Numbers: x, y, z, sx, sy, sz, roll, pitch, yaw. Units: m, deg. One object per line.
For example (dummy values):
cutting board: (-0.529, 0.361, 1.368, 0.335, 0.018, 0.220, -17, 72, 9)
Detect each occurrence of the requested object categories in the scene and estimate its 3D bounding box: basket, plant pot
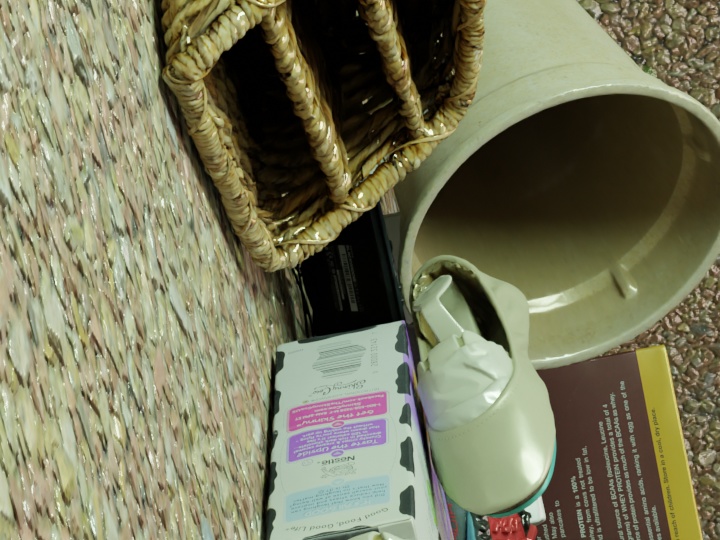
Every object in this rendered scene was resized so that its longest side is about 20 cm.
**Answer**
basket: (-0.010, -0.112, 1.268, 0.200, 0.142, 0.150, 70, 10, -59)
plant pot: (0.089, -0.078, 1.543, 0.184, 0.199, 0.201, -115, -174, -45)

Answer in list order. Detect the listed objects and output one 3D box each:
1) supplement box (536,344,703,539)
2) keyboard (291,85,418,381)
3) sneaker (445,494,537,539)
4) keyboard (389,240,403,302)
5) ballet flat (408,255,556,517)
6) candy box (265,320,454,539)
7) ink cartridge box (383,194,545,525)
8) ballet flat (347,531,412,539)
supplement box: (0.126, 0.171, 1.811, 0.133, 0.199, 0.199, 52, 27, -78)
keyboard: (0.000, 0.000, 1.429, 0.104, 0.039, 0.201, 0, -77, 56)
sneaker: (0.044, 0.195, 1.488, 0.079, 0.095, 0.201, -56, 149, -54)
keyboard: (0.003, 0.026, 1.547, 0.200, 0.020, 0.128, 96, -22, -58)
ballet flat: (0.052, 0.049, 1.329, 0.200, 0.069, 0.070, -97, 174, -65)
candy box: (0.007, 0.146, 1.305, 0.200, 0.071, 0.169, -91, 169, -65)
ink cartridge box: (0.045, 0.070, 1.663, 0.145, 0.083, 0.201, 118, -39, -77)
ballet flat: (0.004, 0.142, 1.096, 0.064, 0.075, 0.200, 65, 22, -5)
